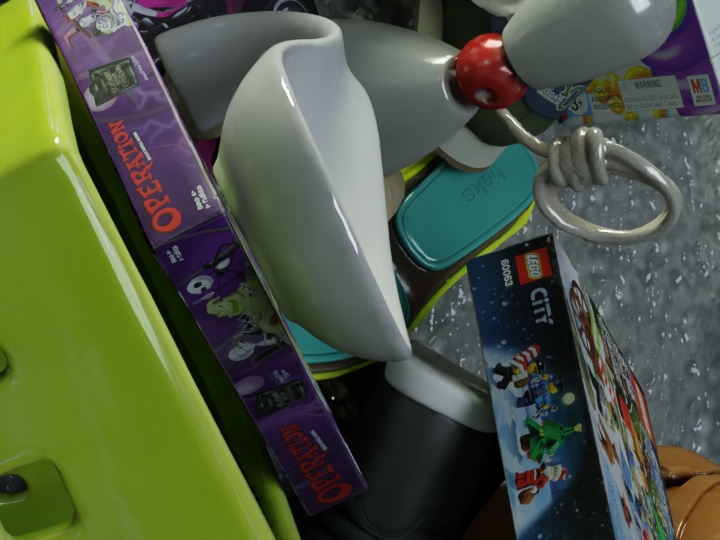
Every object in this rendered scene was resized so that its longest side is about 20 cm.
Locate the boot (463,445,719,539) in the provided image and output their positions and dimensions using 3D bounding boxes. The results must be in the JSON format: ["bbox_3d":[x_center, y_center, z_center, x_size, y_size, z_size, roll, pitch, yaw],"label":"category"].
[{"bbox_3d":[0.097,0.125,0.996,0.199,0.154,0.074,-31,110,-39],"label":"boot"}]

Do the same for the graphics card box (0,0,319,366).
[{"bbox_3d":[-0.093,-0.056,0.893,0.200,0.051,0.126,-35,112,-40],"label":"graphics card box"}]

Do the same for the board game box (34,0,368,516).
[{"bbox_3d":[-0.051,-0.009,0.771,0.200,0.032,0.121,66,1,-58],"label":"board game box"}]

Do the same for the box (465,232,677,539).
[{"bbox_3d":[0.092,0.105,0.879,0.137,0.037,0.201,53,23,-53],"label":"box"}]

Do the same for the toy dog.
[{"bbox_3d":[0.027,-0.081,0.865,0.097,0.198,0.132,-74,154,-43],"label":"toy dog"}]

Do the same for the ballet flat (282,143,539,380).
[{"bbox_3d":[0.000,0.000,0.967,0.200,0.067,0.067,-33,92,-43],"label":"ballet flat"}]

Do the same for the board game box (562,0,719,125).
[{"bbox_3d":[0.128,-0.181,1.070,0.105,0.103,0.201,-34,112,-38],"label":"board game box"}]

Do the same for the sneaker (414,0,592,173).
[{"bbox_3d":[0.062,-0.148,0.979,0.067,0.090,0.202,13,62,-39],"label":"sneaker"}]

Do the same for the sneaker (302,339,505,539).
[{"bbox_3d":[0.024,0.087,0.962,0.100,0.070,0.200,-62,169,2],"label":"sneaker"}]

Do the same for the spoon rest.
[{"bbox_3d":[-0.019,-0.040,0.740,0.060,0.200,0.100,-27,118,-2],"label":"spoon rest"}]

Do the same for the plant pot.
[{"bbox_3d":[-0.134,0.054,0.734,0.180,0.200,0.200,-26,110,-2],"label":"plant pot"}]

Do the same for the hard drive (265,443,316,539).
[{"bbox_3d":[-0.079,0.163,0.905,0.134,0.042,0.202,12,81,-42],"label":"hard drive"}]
